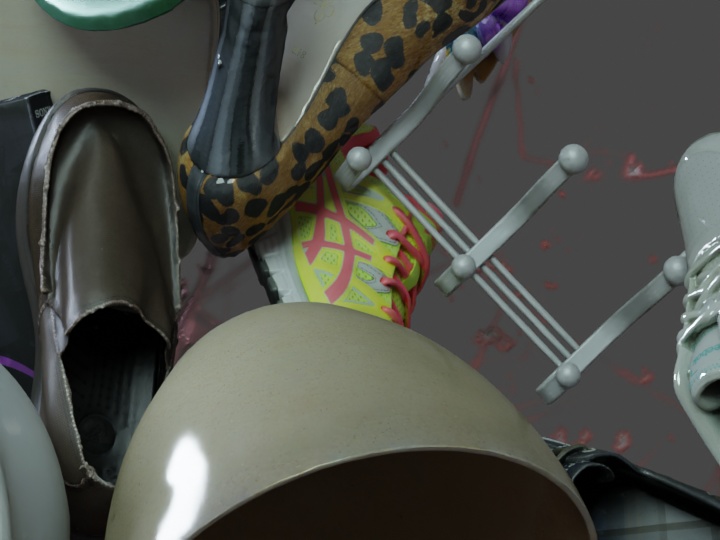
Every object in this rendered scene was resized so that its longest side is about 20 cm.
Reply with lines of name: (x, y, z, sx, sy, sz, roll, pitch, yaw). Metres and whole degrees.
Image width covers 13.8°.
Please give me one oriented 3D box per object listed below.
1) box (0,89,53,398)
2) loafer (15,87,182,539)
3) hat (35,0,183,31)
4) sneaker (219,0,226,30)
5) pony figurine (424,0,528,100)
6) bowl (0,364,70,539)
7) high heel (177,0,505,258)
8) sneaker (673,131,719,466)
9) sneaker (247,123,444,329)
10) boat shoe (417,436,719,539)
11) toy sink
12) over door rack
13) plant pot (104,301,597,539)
box: (-0.219, 0.009, 1.360, 0.199, 0.144, 0.036, -13, 6, 13)
loafer: (-0.104, 0.015, 1.284, 0.073, 0.071, 0.201, 3, 76, -24)
hat: (-0.031, -0.164, 1.350, 0.166, 0.176, 0.200, 36, 94, 44)
sneaker: (-0.090, -0.127, 1.488, 0.200, 0.079, 0.096, -32, 63, -9)
pony figurine: (0.084, -0.201, 1.463, 0.193, 0.166, 0.201, -36, 48, 27)
bowl: (-0.184, 0.107, 1.237, 0.200, 0.090, 0.202, 2, 93, 41)
high heel: (-0.001, -0.087, 1.348, 0.200, 0.143, 0.071, -20, 46, -42)
sneaker: (0.166, 0.023, 1.237, 0.080, 0.070, 0.201, 7, 52, -34)
sneaker: (0.000, 0.000, 1.356, 0.090, 0.078, 0.200, -19, 50, -3)
boat shoe: (0.100, 0.105, 1.253, 0.199, 0.066, 0.070, 25, 63, 29)
toy sink: (-0.154, -0.090, 1.404, 0.199, 0.131, 0.112, 8, 13, 12)
over door rack: (0.107, -0.060, 1.340, 0.200, 0.067, 0.148, -43, 88, -18)
plant pot: (-0.019, 0.092, 1.212, 0.200, 0.201, 0.135, -21, 48, -2)
